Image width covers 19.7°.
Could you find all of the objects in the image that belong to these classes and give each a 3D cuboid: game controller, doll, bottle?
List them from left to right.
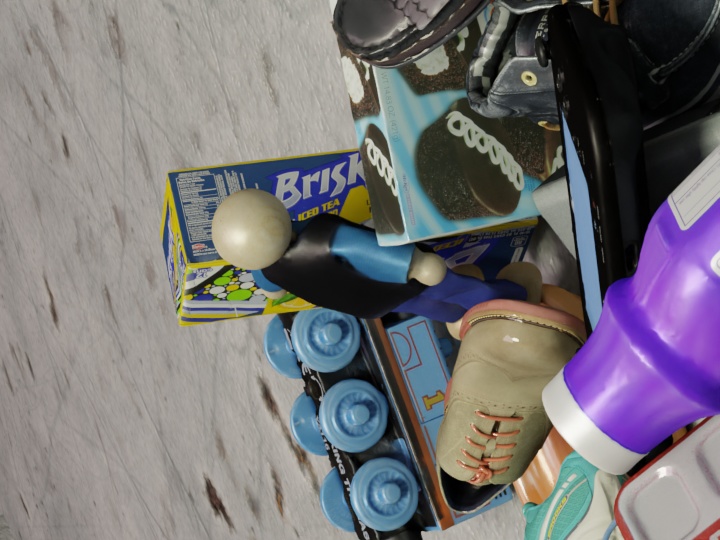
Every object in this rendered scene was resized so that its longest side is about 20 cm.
[{"bbox_3d":[0.000,0.000,1.067,0.136,0.199,0.049,-4,76,43],"label":"doll"},{"bbox_3d":[0.103,-0.010,0.872,0.105,0.042,0.201,-85,-14,-53],"label":"game controller"},{"bbox_3d":[0.151,-0.004,0.780,0.200,0.083,0.065,-48,31,23],"label":"bottle"}]

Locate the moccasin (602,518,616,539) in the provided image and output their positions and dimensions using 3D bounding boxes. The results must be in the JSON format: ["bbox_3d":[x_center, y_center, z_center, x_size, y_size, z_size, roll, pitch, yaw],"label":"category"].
[{"bbox_3d":[0.148,0.122,0.959,0.068,0.081,0.200,27,169,17],"label":"moccasin"}]

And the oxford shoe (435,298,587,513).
[{"bbox_3d":[0.077,0.075,1.080,0.200,0.070,0.075,96,-172,-67],"label":"oxford shoe"}]

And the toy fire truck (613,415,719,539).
[{"bbox_3d":[0.197,0.082,0.758,0.112,0.200,0.168,34,-160,-41],"label":"toy fire truck"}]

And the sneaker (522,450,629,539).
[{"bbox_3d":[0.116,0.162,1.125,0.200,0.077,0.080,108,159,-56],"label":"sneaker"}]

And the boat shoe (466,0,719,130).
[{"bbox_3d":[0.111,-0.100,0.902,0.200,0.090,0.071,134,143,-69],"label":"boat shoe"}]

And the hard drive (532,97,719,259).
[{"bbox_3d":[0.163,-0.003,0.916,0.140,0.033,0.200,52,162,-5],"label":"hard drive"}]

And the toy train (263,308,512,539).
[{"bbox_3d":[0.016,0.083,1.332,0.087,0.114,0.201,-19,91,67],"label":"toy train"}]

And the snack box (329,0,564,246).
[{"bbox_3d":[0.046,-0.121,1.008,0.037,0.116,0.201,-10,92,64],"label":"snack box"}]

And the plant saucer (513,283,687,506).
[{"bbox_3d":[0.132,0.099,1.151,0.200,0.037,0.201,53,154,41],"label":"plant saucer"}]

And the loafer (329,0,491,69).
[{"bbox_3d":[0.049,-0.170,0.907,0.200,0.063,0.072,-46,74,22],"label":"loafer"}]

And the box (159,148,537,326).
[{"bbox_3d":[-0.008,-0.024,1.153,0.070,0.199,0.065,106,154,-59],"label":"box"}]
